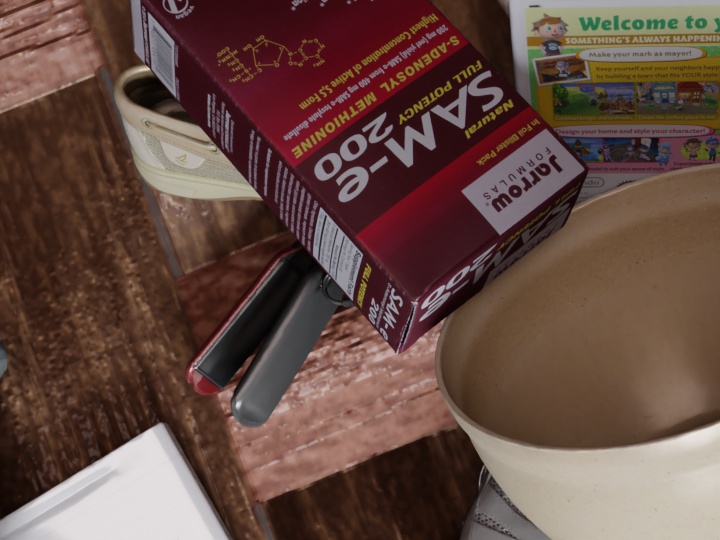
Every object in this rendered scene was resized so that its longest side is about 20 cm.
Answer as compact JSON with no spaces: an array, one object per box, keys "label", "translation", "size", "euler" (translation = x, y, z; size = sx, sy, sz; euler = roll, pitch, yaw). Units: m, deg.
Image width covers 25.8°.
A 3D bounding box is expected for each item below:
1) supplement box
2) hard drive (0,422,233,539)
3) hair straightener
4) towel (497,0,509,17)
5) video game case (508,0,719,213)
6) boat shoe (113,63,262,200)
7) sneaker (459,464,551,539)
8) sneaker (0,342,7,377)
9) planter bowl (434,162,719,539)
[{"label":"supplement box","translation":[-0.004,-0.075,0.716],"size":[0.109,0.061,0.200],"euler":[-37,74,-20]},{"label":"hard drive","translation":[-0.106,0.198,0.795],"size":[0.131,0.027,0.201],"euler":[-31,83,-1]},{"label":"hair straightener","translation":[0.000,0.000,0.800],"size":[0.077,0.041,0.200],"euler":[34,78,34]},{"label":"towel","translation":[0.165,-0.174,0.745],"size":[0.198,0.034,0.134],"euler":[3,85,2]},{"label":"video game case","translation":[0.174,-0.062,0.736],"size":[0.198,0.183,0.022],"euler":[1,44,12]},{"label":"boat shoe","translation":[-0.027,-0.072,0.780],"size":[0.198,0.065,0.073],"euler":[5,57,15]},{"label":"sneaker","translation":[0.142,0.143,0.766],"size":[0.198,0.075,0.083],"euler":[10,85,3]},{"label":"sneaker","translation":[-0.197,0.123,0.754],"size":[0.120,0.084,0.201],"euler":[28,57,4]},{"label":"planter bowl","translation":[0.147,0.062,0.691],"size":[0.199,0.201,0.136],"euler":[-25,118,-1]}]
